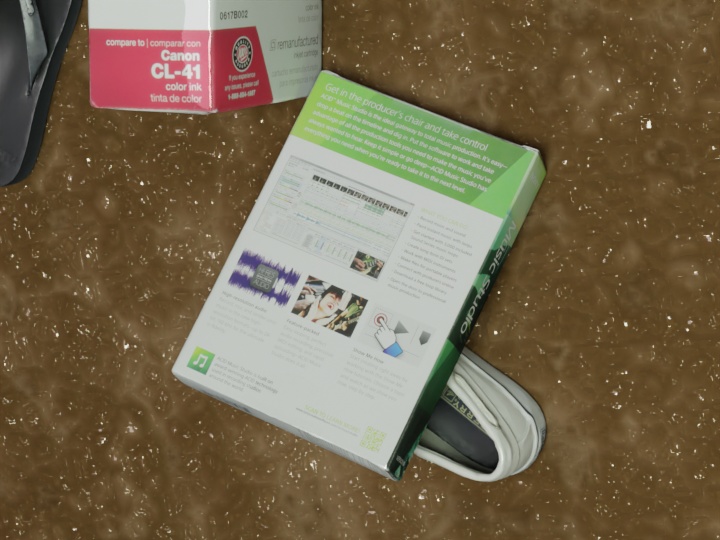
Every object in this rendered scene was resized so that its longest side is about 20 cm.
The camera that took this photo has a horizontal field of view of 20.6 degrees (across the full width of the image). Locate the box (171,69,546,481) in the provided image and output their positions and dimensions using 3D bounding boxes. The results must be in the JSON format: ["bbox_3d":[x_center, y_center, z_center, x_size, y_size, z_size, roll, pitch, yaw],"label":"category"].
[{"bbox_3d":[0.000,0.000,1.126,0.144,0.036,0.201,23,81,20],"label":"box"}]

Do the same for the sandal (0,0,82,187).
[{"bbox_3d":[-0.220,-0.148,1.247,0.076,0.043,0.201,14,104,22],"label":"sandal"}]

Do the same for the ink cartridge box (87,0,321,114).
[{"bbox_3d":[-0.085,-0.194,1.119,0.085,0.147,0.201,6,102,24],"label":"ink cartridge box"}]

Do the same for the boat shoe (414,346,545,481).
[{"bbox_3d":[0.014,0.058,1.159,0.200,0.066,0.072,39,112,14],"label":"boat shoe"}]
